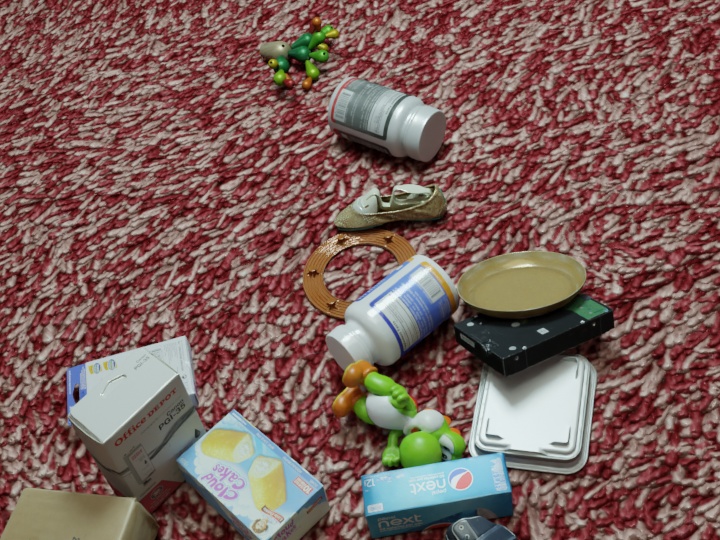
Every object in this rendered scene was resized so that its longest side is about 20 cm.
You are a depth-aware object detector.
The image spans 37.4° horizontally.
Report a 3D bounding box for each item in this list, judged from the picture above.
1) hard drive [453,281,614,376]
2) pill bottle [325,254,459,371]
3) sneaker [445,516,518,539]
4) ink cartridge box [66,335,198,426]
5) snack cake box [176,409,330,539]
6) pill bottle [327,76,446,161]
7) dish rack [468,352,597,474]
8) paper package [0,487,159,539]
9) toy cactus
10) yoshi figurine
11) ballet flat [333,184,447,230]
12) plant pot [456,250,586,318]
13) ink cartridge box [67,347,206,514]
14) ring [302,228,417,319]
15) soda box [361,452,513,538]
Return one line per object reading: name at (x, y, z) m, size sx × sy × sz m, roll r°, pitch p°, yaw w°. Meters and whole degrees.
hard drive at (0.258, 0.084, 1.587) m, size 0.199 × 0.038 × 0.140 m, roll -22°, pitch 27°, yaw -20°
pill bottle at (0.046, 0.075, 1.634) m, size 0.200 × 0.112 × 0.112 m, roll -38°, pitch 52°, yaw -20°
sneaker at (0.136, 0.403, 1.339) m, size 0.202 × 0.077 × 0.146 m, roll -33°, pitch 61°, yaw -30°
ink cartridge box at (-0.359, 0.182, 1.669) m, size 0.199 × 0.042 × 0.120 m, roll -14°, pitch 48°, yaw -4°
snack cake box at (-0.152, 0.303, 1.503) m, size 0.115 × 0.067 × 0.200 m, roll -40°, pitch 53°, yaw -24°
pill bottle at (0.049, -0.273, 1.939) m, size 0.199 × 0.114 × 0.114 m, roll 23°, pitch 57°, yaw 28°
dish rack at (0.250, 0.191, 1.537) m, size 0.170 × 0.044 × 0.201 m, roll 5°, pitch 51°, yaw 15°
paper package at (-0.399, 0.407, 1.436) m, size 0.189 × 0.104 × 0.201 m, roll 2°, pitch 50°, yaw 15°
toy cactus at (-0.139, -0.443, 2.153) m, size 0.164 × 0.102 × 0.201 m, roll 13°, pitch 61°, yaw 34°
yoshi figurine at (0.051, 0.220, 1.512) m, size 0.199 × 0.112 × 0.112 m, roll 30°, pitch 80°, yaw 19°
ballet flat at (0.049, -0.116, 1.831) m, size 0.198 × 0.066 × 0.071 m, roll -9°, pitch 37°, yaw 2°
plant pot at (0.249, 0.025, 1.642) m, size 0.198 × 0.028 × 0.200 m, roll -9°, pitch 25°, yaw 4°
ink cartridge box at (-0.306, 0.231, 1.506) m, size 0.083 × 0.201 × 0.146 m, roll 29°, pitch 60°, yaw 32°
ring at (0.000, 0.000, 1.772) m, size 0.199 × 0.019 × 0.201 m, roll -5°, pitch 48°, yaw 6°
soda box at (0.105, 0.306, 1.446) m, size 0.198 × 0.068 × 0.064 m, roll -9°, pitch 48°, yaw 3°
